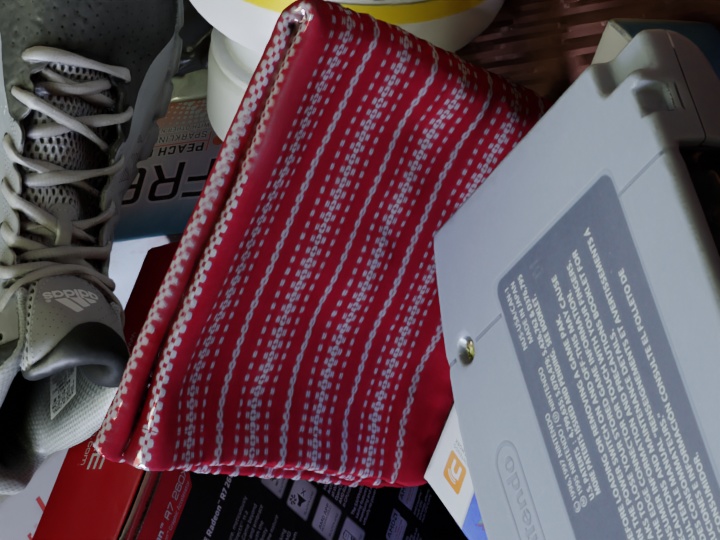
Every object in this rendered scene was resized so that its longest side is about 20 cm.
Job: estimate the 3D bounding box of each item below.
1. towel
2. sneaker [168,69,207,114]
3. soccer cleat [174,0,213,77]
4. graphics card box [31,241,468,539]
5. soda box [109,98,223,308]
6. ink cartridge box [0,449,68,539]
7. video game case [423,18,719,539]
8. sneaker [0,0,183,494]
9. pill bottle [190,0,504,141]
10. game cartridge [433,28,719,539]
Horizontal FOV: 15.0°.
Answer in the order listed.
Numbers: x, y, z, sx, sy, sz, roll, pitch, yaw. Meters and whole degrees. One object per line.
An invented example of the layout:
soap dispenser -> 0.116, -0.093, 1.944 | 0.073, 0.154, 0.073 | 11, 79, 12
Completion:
towel -> 0.000, 0.000, 0.836 | 0.022, 0.200, 0.145 | 26, 95, 25
sneaker -> -0.085, -0.071, 1.048 | 0.199, 0.079, 0.077 | 2, 143, 45
soccer cleat -> -0.114, -0.093, 0.985 | 0.199, 0.084, 0.065 | -8, 118, 23
graphics card box -> -0.021, 0.094, 0.939 | 0.051, 0.126, 0.200 | -4, 146, 39
soda box -> -0.072, -0.014, 0.972 | 0.199, 0.069, 0.064 | -7, 137, 22
ink cartridge box -> -0.096, 0.083, 1.020 | 0.068, 0.200, 0.116 | 20, 144, 44
video game case -> 0.106, 0.054, 0.813 | 0.200, 0.045, 0.182 | 54, 134, 44
sneaker -> -0.089, -0.019, 0.865 | 0.116, 0.075, 0.201 | 51, 128, 56
pill bottle -> -0.002, -0.132, 0.850 | 0.111, 0.111, 0.201 | 35, 133, 33
game cartridge -> 0.082, 0.050, 0.777 | 0.133, 0.041, 0.201 | -51, 48, 50
